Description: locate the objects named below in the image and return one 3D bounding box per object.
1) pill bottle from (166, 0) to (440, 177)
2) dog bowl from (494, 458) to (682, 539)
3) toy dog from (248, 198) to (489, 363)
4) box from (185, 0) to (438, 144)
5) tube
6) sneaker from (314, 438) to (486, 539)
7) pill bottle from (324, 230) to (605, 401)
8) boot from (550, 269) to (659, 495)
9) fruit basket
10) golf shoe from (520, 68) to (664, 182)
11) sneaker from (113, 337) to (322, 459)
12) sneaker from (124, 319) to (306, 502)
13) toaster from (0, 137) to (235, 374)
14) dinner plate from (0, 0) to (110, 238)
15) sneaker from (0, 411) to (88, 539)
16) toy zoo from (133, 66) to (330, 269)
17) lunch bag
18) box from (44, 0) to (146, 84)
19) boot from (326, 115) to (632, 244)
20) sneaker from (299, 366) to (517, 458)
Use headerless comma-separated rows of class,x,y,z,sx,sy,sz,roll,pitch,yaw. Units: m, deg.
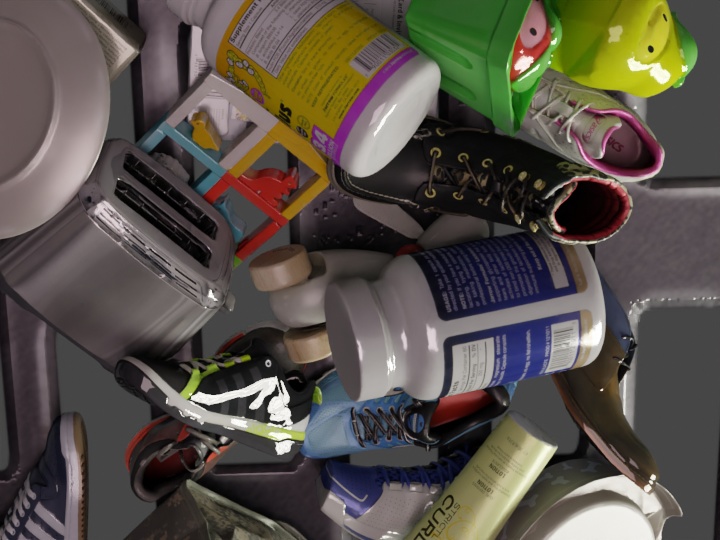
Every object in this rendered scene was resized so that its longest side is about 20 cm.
pill bottle,-0.046,-0.165,1.286,0.200,0.104,0.104,38,105,13
dog bowl,0.184,0.252,1.497,0.199,0.059,0.201,-12,118,-24
toy dog,0.000,0.000,1.435,0.199,0.096,0.132,-3,107,-17
box,-0.035,-0.176,1.384,0.199,0.041,0.157,3,110,-2
tube,0.086,0.210,1.440,0.052,0.058,0.200,30,102,-32
sneaker,0.066,0.188,1.501,0.199,0.081,0.115,25,103,-18
pill bottle,0.079,0.037,1.355,0.199,0.116,0.116,-11,110,-15
boot,0.204,0.083,1.435,0.097,0.075,0.200,-38,74,2
fruit basket,0.156,-0.200,1.296,0.215,0.156,0.216,-2,69,6
golf shoe,0.158,-0.132,1.373,0.200,0.092,0.076,27,97,-16
sneaker,-0.110,0.086,1.385,0.200,0.072,0.083,27,86,-45
sneaker,-0.118,0.128,1.464,0.077,0.082,0.200,41,103,-15
toaster,-0.193,-0.015,1.367,0.200,0.114,0.129,40,121,-22
dinner plate,-0.280,-0.124,1.316,0.199,0.024,0.201,-3,83,23
sneaker,-0.289,0.213,1.493,0.108,0.070,0.201,3,112,-5
toy zoo,-0.108,-0.079,1.386,0.131,0.020,0.200,39,124,-17
lunch bag,-0.124,0.291,1.498,0.164,0.118,0.200,-43,134,14
box,-0.264,-0.134,1.374,0.082,0.068,0.200,43,103,-14
boot,0.092,-0.070,1.331,0.203,0.154,0.074,3,103,-28
sneaker,0.036,0.114,1.461,0.199,0.090,0.079,-18,109,5
